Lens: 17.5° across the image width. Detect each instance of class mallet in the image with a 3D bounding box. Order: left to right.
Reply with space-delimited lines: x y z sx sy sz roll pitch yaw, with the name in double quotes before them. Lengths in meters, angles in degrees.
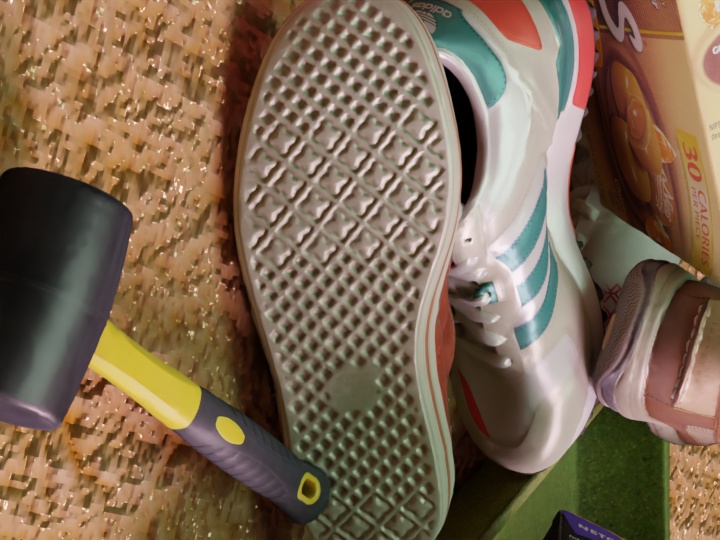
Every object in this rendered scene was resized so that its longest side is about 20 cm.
"mallet" -0.059 0.045 0.676 0.066 0.041 0.200 -67 149 -21

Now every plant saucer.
"plant saucer" 0.072 0.147 0.971 0.200 0.048 0.200 -41 134 -51

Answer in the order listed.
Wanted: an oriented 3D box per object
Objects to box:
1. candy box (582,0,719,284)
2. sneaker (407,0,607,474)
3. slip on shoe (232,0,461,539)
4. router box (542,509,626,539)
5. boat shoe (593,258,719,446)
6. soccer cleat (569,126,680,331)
"candy box" 0.113 -0.104 0.849 0.055 0.115 0.200 -21 115 -14
"sneaker" 0.036 -0.011 0.839 0.093 0.070 0.200 -25 122 -43
"slip on shoe" 0.000 0.000 0.766 0.061 0.074 0.200 -79 165 -63
"router box" 0.043 0.201 0.794 0.200 0.052 0.157 -64 -179 19
"boat shoe" 0.153 0.042 0.919 0.200 0.072 0.076 5 101 -66
"soccer cleat" 0.103 -0.023 0.971 0.200 0.070 0.086 -49 118 -43
